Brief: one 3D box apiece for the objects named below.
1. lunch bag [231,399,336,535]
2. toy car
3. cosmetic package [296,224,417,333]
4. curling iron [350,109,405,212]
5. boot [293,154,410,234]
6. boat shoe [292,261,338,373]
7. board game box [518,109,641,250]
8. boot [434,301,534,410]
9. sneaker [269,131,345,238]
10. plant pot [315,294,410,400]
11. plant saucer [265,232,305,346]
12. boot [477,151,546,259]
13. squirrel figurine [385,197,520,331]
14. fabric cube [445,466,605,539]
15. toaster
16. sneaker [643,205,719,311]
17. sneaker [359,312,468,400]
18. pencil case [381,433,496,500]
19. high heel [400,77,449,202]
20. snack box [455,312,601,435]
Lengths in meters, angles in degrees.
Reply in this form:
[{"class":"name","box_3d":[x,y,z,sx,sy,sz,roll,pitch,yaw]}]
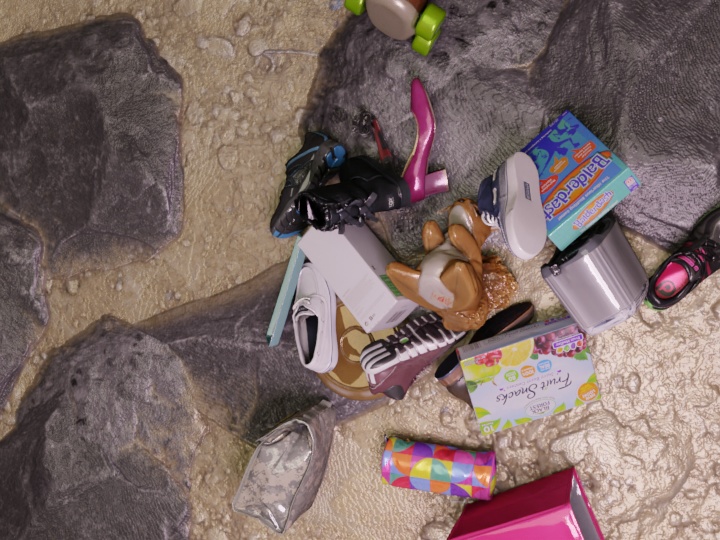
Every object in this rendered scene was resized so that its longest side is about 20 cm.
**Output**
[{"class":"lunch bag","box_3d":[-0.116,0.318,1.450,0.117,0.164,0.201,24,97,12]},{"class":"toy car","box_3d":[0.092,-0.488,1.390,0.164,0.158,0.201,31,87,1]},{"class":"cosmetic package","box_3d":[0.000,0.000,1.418,0.085,0.107,0.200,-47,71,25]},{"class":"curling iron","box_3d":[0.034,-0.185,1.444,0.049,0.026,0.201,-20,72,-8]},{"class":"boot","box_3d":[-0.031,-0.124,1.380,0.198,0.162,0.074,33,135,52]},{"class":"boat shoe","box_3d":[-0.083,0.074,1.460,0.073,0.065,0.201,-25,65,27]},{"class":"board game box","box_3d":[0.315,-0.144,1.315,0.152,0.045,0.200,-42,37,12]},{"class":"boot","box_3d":[0.226,0.143,1.412,0.200,0.075,0.097,-40,105,5]},{"class":"sneaker","box_3d":[-0.103,-0.149,1.495,0.082,0.073,0.201,39,100,34]},{"class":"plant pot","box_3d":[-0.003,0.129,1.485,0.199,0.027,0.201,1,92,15]},{"class":"plant saucer","box_3d":[-0.128,0.035,1.502,0.019,0.070,0.201,15,97,-13]},{"class":"boot","box_3d":[0.223,-0.081,1.283,0.073,0.201,0.090,29,136,-22]},{"class":"squirrel figurine","box_3d":[0.169,-0.012,1.376,0.141,0.187,0.200,-8,131,41]},{"class":"fabric cube","box_3d":[0.273,0.450,1.323,0.198,0.200,0.197,-22,86,16]},{"class":"toaster","box_3d":[0.357,0.009,1.288,0.113,0.200,0.129,-34,92,32]},{"class":"sneaker","box_3d":[0.514,-0.014,1.303,0.077,0.084,0.200,40,101,11]},{"class":"sneaker","box_3d":[0.092,0.150,1.432,0.199,0.076,0.116,-20,129,-17]},{"class":"pencil case","box_3d":[0.129,0.327,1.423,0.199,0.088,0.089,8,93,15]},{"class":"high heel","box_3d":[0.084,-0.217,1.427,0.096,0.067,0.201,-12,91,5]},{"class":"snack box","box_3d":[0.266,0.164,1.351,0.199,0.053,0.143,-18,110,3]}]
